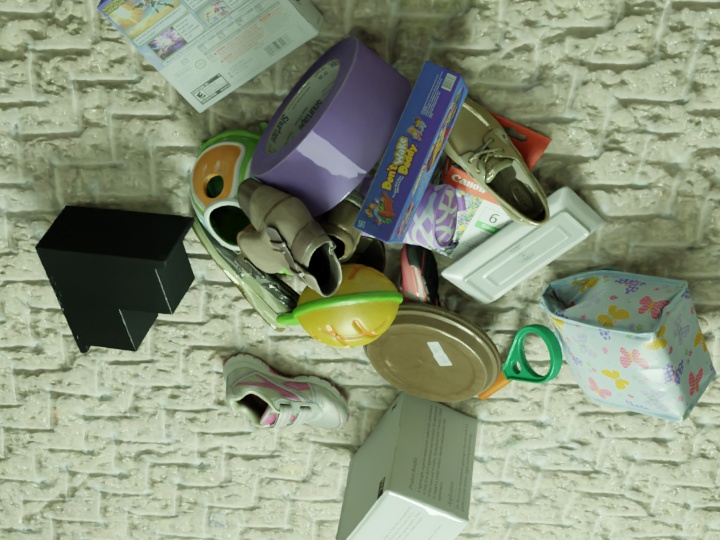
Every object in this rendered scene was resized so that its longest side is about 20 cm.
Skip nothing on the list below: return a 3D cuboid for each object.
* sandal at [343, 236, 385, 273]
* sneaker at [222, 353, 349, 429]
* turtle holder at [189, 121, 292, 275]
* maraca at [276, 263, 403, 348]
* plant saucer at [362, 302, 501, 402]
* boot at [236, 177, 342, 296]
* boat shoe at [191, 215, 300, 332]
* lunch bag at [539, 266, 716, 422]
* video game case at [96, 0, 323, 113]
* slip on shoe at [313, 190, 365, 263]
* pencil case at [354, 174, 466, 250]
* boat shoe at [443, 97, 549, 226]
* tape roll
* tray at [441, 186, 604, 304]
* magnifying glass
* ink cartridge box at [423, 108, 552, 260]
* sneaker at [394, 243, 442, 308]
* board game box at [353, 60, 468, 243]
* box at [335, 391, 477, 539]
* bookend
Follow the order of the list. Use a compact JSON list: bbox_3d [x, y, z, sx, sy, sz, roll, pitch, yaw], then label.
[{"bbox_3d":[0.000,0.000,1.791,0.081,0.055,0.200,8,146,11],"label":"sandal"},{"bbox_3d":[-0.115,0.200,1.952,0.199,0.088,0.082,18,131,-6],"label":"sneaker"},{"bbox_3d":[-0.144,-0.081,1.689,0.140,0.132,0.186,0,130,9],"label":"turtle holder"},{"bbox_3d":[-0.027,0.050,1.731,0.137,0.107,0.200,1,168,-31],"label":"maraca"},{"bbox_3d":[0.092,0.117,1.807,0.199,0.030,0.200,14,141,11],"label":"plant saucer"},{"bbox_3d":[-0.078,-0.020,1.553,0.146,0.070,0.200,41,165,29],"label":"boot"},{"bbox_3d":[-0.150,-0.008,1.801,0.066,0.072,0.201,-38,105,2],"label":"boat shoe"},{"bbox_3d":[0.346,0.089,1.753,0.200,0.127,0.170,7,136,42],"label":"lunch bag"},{"bbox_3d":[-0.176,-0.304,1.561,0.200,0.046,0.181,-28,122,29],"label":"video game case"},{"bbox_3d":[-0.037,-0.037,1.618,0.076,0.061,0.200,26,158,-8],"label":"slip on shoe"},{"bbox_3d":[0.029,-0.083,1.651,0.199,0.086,0.084,12,130,24],"label":"pencil case"},{"bbox_3d":[0.158,-0.133,1.599,0.072,0.065,0.200,-40,100,3],"label":"boat shoe"},{"bbox_3d":[-0.036,-0.168,1.552,0.085,0.200,0.200,37,127,-20],"label":"tape roll"},{"bbox_3d":[0.211,-0.024,1.703,0.200,0.022,0.107,-36,136,20],"label":"tray"},{"bbox_3d":[0.216,0.135,1.844,0.022,0.080,0.200,-15,163,-33],"label":"magnifying glass"},{"bbox_3d":[0.150,-0.100,1.675,0.109,0.050,0.200,22,131,-8],"label":"ink cartridge box"},{"bbox_3d":[0.064,0.046,1.801,0.086,0.074,0.201,-2,130,13],"label":"sneaker"},{"bbox_3d":[0.060,-0.131,1.516,0.045,0.134,0.201,24,94,7],"label":"board game box"},{"bbox_3d":[0.066,0.322,1.952,0.130,0.199,0.200,25,130,-11],"label":"box"},{"bbox_3d":[-0.307,0.022,1.804,0.199,0.092,0.199,5,133,21],"label":"bookend"}]
